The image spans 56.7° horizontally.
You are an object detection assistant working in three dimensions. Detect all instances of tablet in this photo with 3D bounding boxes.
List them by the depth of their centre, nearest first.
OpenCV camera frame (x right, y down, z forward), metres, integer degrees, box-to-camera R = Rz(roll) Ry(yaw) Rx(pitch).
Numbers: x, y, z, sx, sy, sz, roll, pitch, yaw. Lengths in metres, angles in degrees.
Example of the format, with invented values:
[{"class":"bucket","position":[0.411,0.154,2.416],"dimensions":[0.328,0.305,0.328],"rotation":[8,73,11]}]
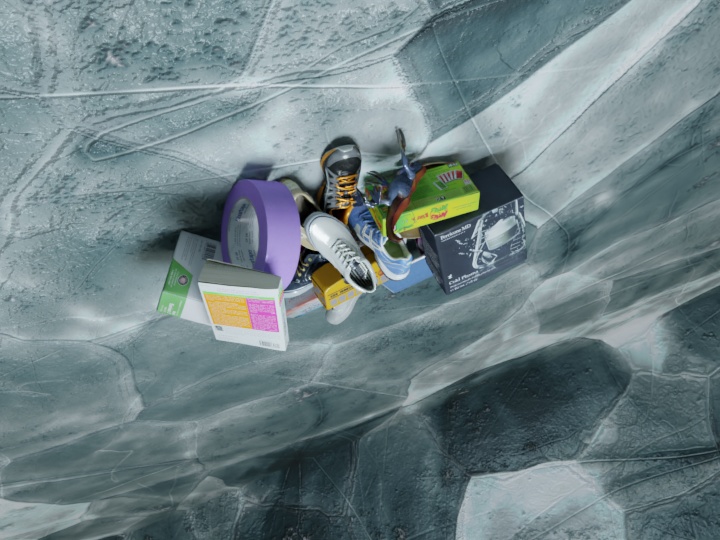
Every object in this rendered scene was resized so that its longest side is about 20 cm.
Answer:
[{"class":"tablet","position":[0.145,-0.005,1.583],"dimensions":[0.199,0.014,0.130],"rotation":[-25,155,15]}]

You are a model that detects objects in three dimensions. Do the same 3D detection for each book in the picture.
[{"class":"book","position":[-0.195,0.069,1.149],"dimensions":[0.133,0.048,0.201],"rotation":[10,144,4]}]

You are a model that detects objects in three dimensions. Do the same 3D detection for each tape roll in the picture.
[{"class":"tape roll","position":[-0.181,-0.059,1.184],"dimensions":[0.065,0.201,0.200],"rotation":[-1,148,-35]}]

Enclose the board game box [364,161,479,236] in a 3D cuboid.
[{"class":"board game box","position":[0.118,-0.140,1.294],"dimensions":[0.199,0.102,0.048],"rotation":[-17,139,-11]}]

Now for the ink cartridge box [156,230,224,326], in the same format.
[{"class":"ink cartridge box","position":[-0.268,0.028,1.272],"dimensions":[0.199,0.147,0.084],"rotation":[18,142,-15]}]

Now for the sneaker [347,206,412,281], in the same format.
[{"class":"sneaker","position":[0.039,-0.077,1.323],"dimensions":[0.076,0.200,0.077],"rotation":[-35,170,-24]}]

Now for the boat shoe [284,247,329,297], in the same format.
[{"class":"boat shoe","position":[-0.114,-0.012,1.424],"dimensions":[0.199,0.071,0.091],"rotation":[-21,139,7]}]

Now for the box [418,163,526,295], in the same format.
[{"class":"box","position":[0.232,-0.084,1.400],"dimensions":[0.199,0.124,0.197],"rotation":[-24,137,-4]}]

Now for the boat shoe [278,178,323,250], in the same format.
[{"class":"boat shoe","position":[-0.099,-0.094,1.279],"dimensions":[0.072,0.065,0.200],"rotation":[-48,143,-13]}]

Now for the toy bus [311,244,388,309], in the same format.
[{"class":"toy bus","position":[0.000,0.000,1.386],"dimensions":[0.199,0.065,0.079],"rotation":[-26,135,-18]}]

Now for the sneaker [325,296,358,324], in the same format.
[{"class":"sneaker","position":[-0.066,0.059,1.647],"dimensions":[0.115,0.074,0.200],"rotation":[3,136,-36]}]

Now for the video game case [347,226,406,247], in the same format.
[{"class":"video game case","position":[0.013,-0.085,1.453],"dimensions":[0.199,0.023,0.183],"rotation":[-14,146,-13]}]

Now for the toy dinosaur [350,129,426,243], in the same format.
[{"class":"toy dinosaur","position":[0.068,-0.146,1.228],"dimensions":[0.181,0.201,0.105],"rotation":[-16,173,-42]}]

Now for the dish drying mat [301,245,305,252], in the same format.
[{"class":"dish drying mat","position":[-0.153,-0.026,1.473],"dimensions":[0.199,0.018,0.077],"rotation":[-16,152,-9]}]

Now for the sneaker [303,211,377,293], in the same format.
[{"class":"sneaker","position":[-0.028,-0.033,1.264],"dimensions":[0.073,0.071,0.200],"rotation":[-46,124,-1]}]

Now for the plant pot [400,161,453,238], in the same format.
[{"class":"plant pot","position":[0.132,-0.150,1.392],"dimensions":[0.199,0.028,0.201],"rotation":[-15,139,-14]}]

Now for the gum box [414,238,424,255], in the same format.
[{"class":"gum box","position":[0.238,-0.088,1.579],"dimensions":[0.199,0.066,0.113],"rotation":[-27,154,15]}]

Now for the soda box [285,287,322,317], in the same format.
[{"class":"soda box","position":[-0.117,0.054,1.550],"dimensions":[0.068,0.064,0.199],"rotation":[7,158,-42]}]

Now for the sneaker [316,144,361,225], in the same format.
[{"class":"sneaker","position":[-0.033,-0.157,1.247],"dimensions":[0.078,0.078,0.200],"rotation":[-11,151,-15]}]
